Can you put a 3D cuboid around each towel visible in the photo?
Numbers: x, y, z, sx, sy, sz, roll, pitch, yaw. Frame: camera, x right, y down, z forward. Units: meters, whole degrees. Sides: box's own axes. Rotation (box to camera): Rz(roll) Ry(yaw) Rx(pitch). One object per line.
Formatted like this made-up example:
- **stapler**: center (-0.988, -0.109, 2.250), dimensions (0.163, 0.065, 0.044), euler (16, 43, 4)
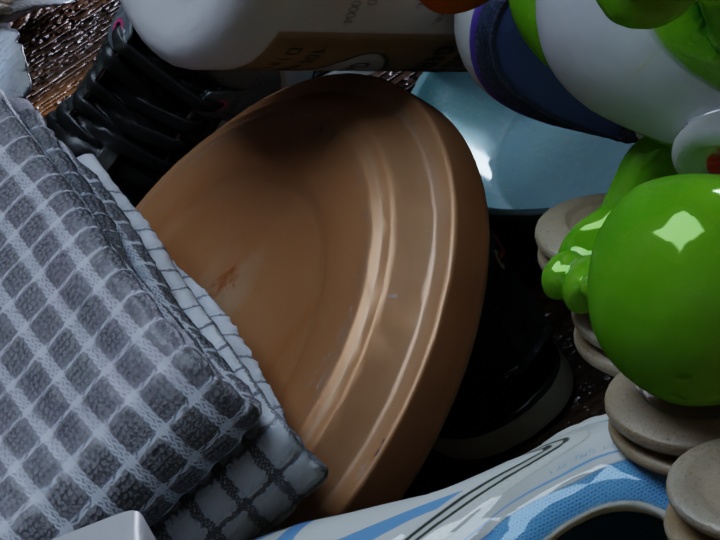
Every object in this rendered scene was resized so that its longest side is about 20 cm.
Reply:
- **towel**: center (-0.124, 0.046, 0.851), dimensions (0.166, 0.086, 0.200), euler (-46, 45, 4)

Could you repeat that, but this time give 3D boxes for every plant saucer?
- **plant saucer**: center (-0.041, 0.026, 0.899), dimensions (0.200, 0.032, 0.201), euler (-32, 43, 35)
- **plant saucer**: center (0.110, -0.070, 0.994), dimensions (0.199, 0.036, 0.200), euler (-22, 30, 13)

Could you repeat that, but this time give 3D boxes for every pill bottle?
- **pill bottle**: center (0.026, -0.122, 0.921), dimensions (0.199, 0.115, 0.114), euler (-2, 15, -31)

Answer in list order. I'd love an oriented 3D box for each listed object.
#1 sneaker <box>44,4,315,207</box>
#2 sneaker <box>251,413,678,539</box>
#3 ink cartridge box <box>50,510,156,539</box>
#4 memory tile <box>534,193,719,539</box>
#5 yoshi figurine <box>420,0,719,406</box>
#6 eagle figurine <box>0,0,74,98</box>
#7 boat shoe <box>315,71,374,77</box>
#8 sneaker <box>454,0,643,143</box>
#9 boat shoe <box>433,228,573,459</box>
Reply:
- **sneaker**: center (-0.088, -0.044, 1.023), dimensions (0.121, 0.084, 0.200), euler (-49, -6, -23)
- **sneaker**: center (0.016, 0.101, 0.772), dimensions (0.199, 0.072, 0.073), euler (-27, 27, 8)
- **ink cartridge box**: center (-0.053, 0.176, 0.637), dimensions (0.083, 0.147, 0.200), euler (-23, 30, 7)
- **memory tile**: center (0.137, 0.021, 0.784), dimensions (0.153, 0.017, 0.200), euler (-5, 29, -8)
- **yoshi figurine**: center (0.075, -0.042, 0.758), dimensions (0.112, 0.112, 0.200), euler (-43, 62, 15)
- **eagle figurine**: center (-0.222, -0.096, 1.272), dimensions (0.152, 0.150, 0.201), euler (101, -173, -77)
- **boat shoe**: center (0.008, -0.113, 1.075), dimensions (0.200, 0.060, 0.074), euler (-27, 16, 43)
- **sneaker**: center (0.134, -0.055, 0.823), dimensions (0.199, 0.081, 0.147), euler (0, 25, -6)
- **boat shoe**: center (0.002, -0.002, 0.959), dimensions (0.074, 0.063, 0.201), euler (-38, 28, -10)
